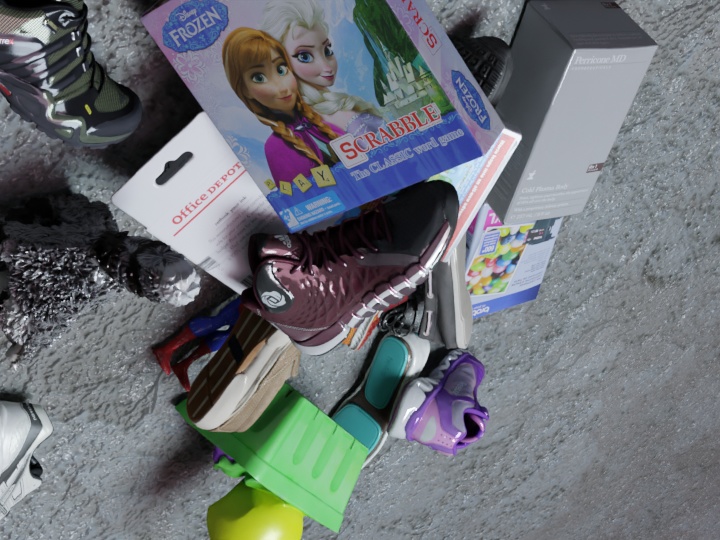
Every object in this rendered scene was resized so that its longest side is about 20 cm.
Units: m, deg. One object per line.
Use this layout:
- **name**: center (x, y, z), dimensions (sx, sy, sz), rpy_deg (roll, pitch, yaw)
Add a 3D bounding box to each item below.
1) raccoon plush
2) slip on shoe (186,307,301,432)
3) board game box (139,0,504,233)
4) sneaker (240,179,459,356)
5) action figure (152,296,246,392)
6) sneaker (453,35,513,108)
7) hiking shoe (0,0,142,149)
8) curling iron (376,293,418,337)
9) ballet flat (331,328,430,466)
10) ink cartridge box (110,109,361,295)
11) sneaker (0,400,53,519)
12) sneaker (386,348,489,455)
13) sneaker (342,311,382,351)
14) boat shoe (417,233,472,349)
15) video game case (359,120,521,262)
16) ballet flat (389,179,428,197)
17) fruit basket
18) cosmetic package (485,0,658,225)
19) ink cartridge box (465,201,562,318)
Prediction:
- **raccoon plush**: center (-0.216, 0.032, 1.047), dimensions (0.096, 0.199, 0.135), rpy_deg (-23, 131, -40)
- **slip on shoe**: center (-0.079, 0.070, 1.213), dimensions (0.060, 0.076, 0.201), rpy_deg (26, 110, -32)
- **board game box**: center (-0.030, -0.140, 0.954), dimensions (0.199, 0.200, 0.041), rpy_deg (-20, -157, 41)
- **sneaker**: center (-0.021, -0.015, 1.069), dimensions (0.115, 0.076, 0.200), rpy_deg (29, 121, -31)
- **action figure**: center (-0.098, 0.036, 1.265), dimensions (0.200, 0.052, 0.065), rpy_deg (-40, 139, 0)
- **sneaker**: center (0.078, -0.128, 1.227), dimensions (0.090, 0.076, 0.201), rpy_deg (-5, 139, -52)
- **hiking shoe**: center (-0.211, -0.155, 0.933), dimensions (0.101, 0.076, 0.199), rpy_deg (-45, 143, 15)
- **curling iron**: center (-0.008, 0.057, 1.340), dimensions (0.199, 0.025, 0.050), rpy_deg (-15, 111, -49)
- **ballet flat**: center (0.021, 0.147, 1.477), dimensions (0.069, 0.070, 0.201), rpy_deg (3, 126, -42)
- **ink cartridge box**: center (-0.100, -0.060, 1.106), dimensions (0.116, 0.067, 0.200), rpy_deg (-39, 130, 16)
- **sneaker**: center (-0.330, 0.201, 1.219), dimensions (0.087, 0.076, 0.201), rpy_deg (-3, 132, -38)
- **sneaker**: center (0.103, 0.151, 1.478), dimensions (0.200, 0.088, 0.081), rpy_deg (-29, 143, -64)
- **sneaker**: center (0.000, 0.000, 1.189), dimensions (0.073, 0.077, 0.201), rpy_deg (-55, 177, -42)
- **boat shoe**: center (0.076, -0.001, 1.348), dimensions (0.056, 0.067, 0.201), rpy_deg (4, 130, 14)
- **video game case**: center (0.020, -0.098, 1.166), dimensions (0.198, 0.018, 0.144), rpy_deg (21, 119, -18)
- **ballet flat**: center (0.024, -0.160, 1.086), dimensions (0.072, 0.073, 0.202), rpy_deg (-19, 104, -23)
- **fruit basket**: center (-0.103, 0.217, 1.359), dimensions (0.215, 0.155, 0.217), rpy_deg (-30, 137, -32)
- **cosmetic package**: center (0.185, -0.150, 1.269), dimensions (0.106, 0.091, 0.201), rpy_deg (-10, 139, -29)
- **ink cartridge box**: center (0.147, -0.015, 1.424), dimensions (0.118, 0.042, 0.201), rpy_deg (-15, 140, -28)
